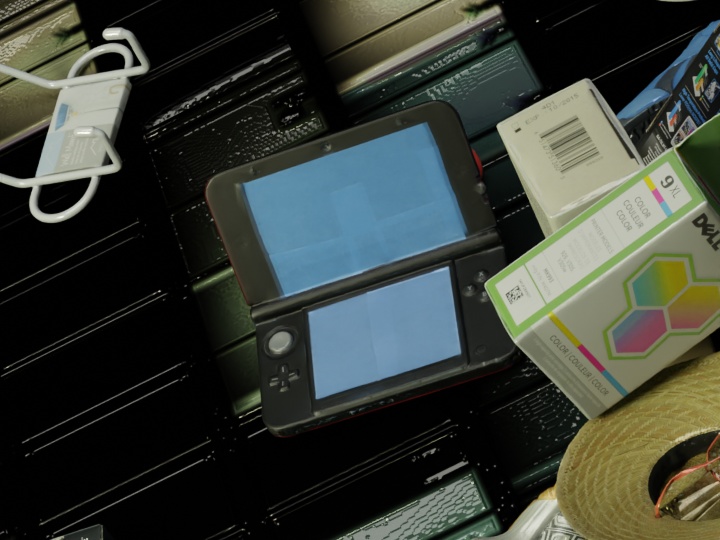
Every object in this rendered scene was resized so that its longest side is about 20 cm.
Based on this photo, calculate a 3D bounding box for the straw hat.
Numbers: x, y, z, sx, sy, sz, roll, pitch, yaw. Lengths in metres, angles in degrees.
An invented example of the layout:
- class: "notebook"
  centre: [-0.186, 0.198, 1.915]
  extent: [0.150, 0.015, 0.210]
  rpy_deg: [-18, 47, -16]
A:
- class: "straw hat"
  centre: [0.225, 0.140, 1.394]
  extent: [0.200, 0.085, 0.201]
  rpy_deg: [-22, 28, 12]

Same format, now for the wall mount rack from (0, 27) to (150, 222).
- class: "wall mount rack"
  centre: [-0.271, -0.134, 1.915]
  extent: [0.173, 0.075, 0.201]
  rpy_deg: [-7, 49, 21]

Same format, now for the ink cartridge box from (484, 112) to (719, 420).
- class: "ink cartridge box"
  centre: [0.188, -0.005, 1.416]
  extent: [0.200, 0.104, 0.059]
  rpy_deg: [-37, 44, 9]

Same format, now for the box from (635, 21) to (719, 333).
- class: "box"
  centre: [0.274, -0.080, 1.523]
  extent: [0.199, 0.050, 0.200]
  rpy_deg: [-58, 35, 27]

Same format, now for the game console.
- class: "game console"
  centre: [0.000, 0.000, 1.634]
  extent: [0.199, 0.119, 0.173]
  rpy_deg: [-18, 46, 12]

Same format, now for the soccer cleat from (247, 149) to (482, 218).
- class: "soccer cleat"
  centre: [-0.007, -0.065, 1.733]
  extent: [0.199, 0.085, 0.069]
  rpy_deg: [-10, 84, -4]

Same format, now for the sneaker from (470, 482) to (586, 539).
- class: "sneaker"
  centre: [0.124, 0.192, 1.454]
  extent: [0.200, 0.076, 0.088]
  rpy_deg: [-33, 74, -15]

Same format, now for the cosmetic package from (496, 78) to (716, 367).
- class: "cosmetic package"
  centre: [0.166, -0.018, 1.509]
  extent: [0.071, 0.200, 0.105]
  rpy_deg: [-27, 46, 2]

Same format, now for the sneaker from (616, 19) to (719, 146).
- class: "sneaker"
  centre: [0.252, -0.135, 1.670]
  extent: [0.200, 0.066, 0.078]
  rpy_deg: [-34, 32, -4]

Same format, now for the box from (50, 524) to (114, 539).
- class: "box"
  centre: [-0.236, 0.284, 1.557]
  extent: [0.158, 0.046, 0.200]
  rpy_deg: [-19, 46, 11]
